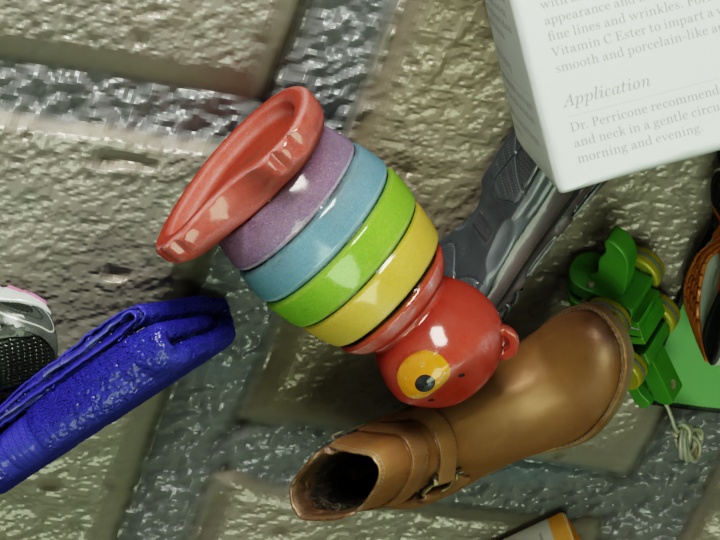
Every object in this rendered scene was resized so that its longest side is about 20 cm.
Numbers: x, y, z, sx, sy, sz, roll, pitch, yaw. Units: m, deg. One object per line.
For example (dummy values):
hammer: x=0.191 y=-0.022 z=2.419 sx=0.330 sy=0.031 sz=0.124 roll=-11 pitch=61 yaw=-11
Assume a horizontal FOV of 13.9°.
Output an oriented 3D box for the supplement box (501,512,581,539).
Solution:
supplement box: x=0.077 y=0.261 z=1.971 sx=0.199 sy=0.074 sz=0.126 roll=-26 pitch=129 yaw=8

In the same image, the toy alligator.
toy alligator: x=0.165 y=0.047 z=1.840 sx=0.054 sy=0.059 sz=0.200 roll=11 pitch=141 yaw=34

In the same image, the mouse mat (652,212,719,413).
mouse mat: x=0.277 y=0.015 z=1.866 sx=0.160 sy=0.008 sz=0.201 roll=7 pitch=126 yaw=-18

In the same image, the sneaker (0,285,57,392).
sneaker: x=-0.272 y=0.074 z=1.740 sx=0.199 sy=0.086 sz=0.081 roll=-15 pitch=131 yaw=-2

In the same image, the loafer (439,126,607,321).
loafer: x=0.086 y=-0.005 z=1.771 sx=0.063 sy=0.072 sz=0.200 roll=17 pitch=119 yaw=-29

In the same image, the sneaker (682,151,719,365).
sneaker: x=0.260 y=-0.029 z=1.785 sx=0.092 sy=0.076 sz=0.200 roll=-7 pitch=139 yaw=-19

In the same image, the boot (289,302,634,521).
boot: x=0.058 y=0.089 z=1.777 sx=0.155 sy=0.077 sz=0.200 roll=-12 pitch=166 yaw=-45

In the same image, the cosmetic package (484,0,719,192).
cosmetic package: x=0.147 y=-0.167 z=1.551 sx=0.164 sy=0.165 sz=0.201 roll=-14 pitch=102 yaw=-1

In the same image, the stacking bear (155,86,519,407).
stacking bear: x=0.000 y=0.000 z=1.690 sx=0.200 sy=0.114 sz=0.121 roll=43 pitch=115 yaw=-15

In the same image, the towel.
towel: x=-0.175 y=0.078 z=1.748 sx=0.200 sy=0.148 sz=0.050 roll=-33 pitch=89 yaw=14
